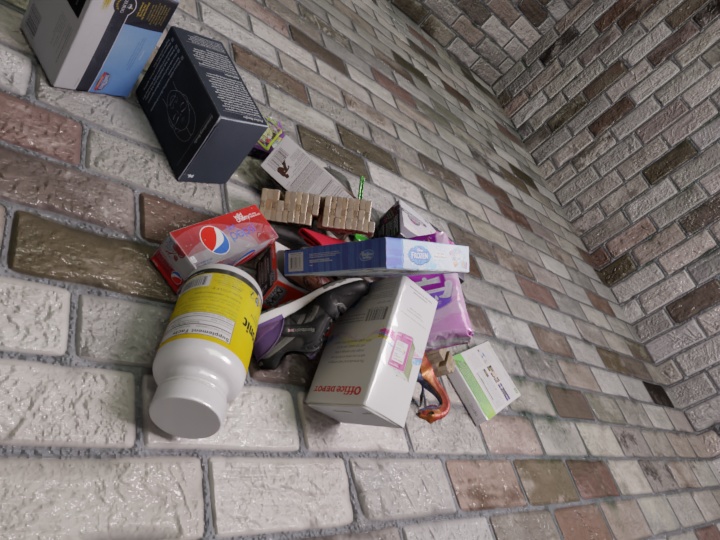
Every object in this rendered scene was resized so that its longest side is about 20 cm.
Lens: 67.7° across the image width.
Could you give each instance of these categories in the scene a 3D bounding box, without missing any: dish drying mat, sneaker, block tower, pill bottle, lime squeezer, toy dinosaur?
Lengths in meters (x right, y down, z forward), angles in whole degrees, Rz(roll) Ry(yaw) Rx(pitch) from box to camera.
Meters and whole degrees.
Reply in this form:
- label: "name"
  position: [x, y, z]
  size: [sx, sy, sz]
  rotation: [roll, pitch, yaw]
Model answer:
- label: "dish drying mat"
  position: [-0.022, -0.033, 0.946]
  size: [0.076, 0.018, 0.199]
  rotation: [36, 13, 35]
- label: "sneaker"
  position: [-0.044, -0.138, 1.138]
  size: [0.199, 0.076, 0.091]
  rotation: [40, 41, -11]
- label: "block tower"
  position: [-0.072, -0.101, 0.930]
  size: [0.196, 0.059, 0.054]
  rotation: [8, -3, 0]
- label: "pill bottle"
  position: [-0.190, 0.096, 0.665]
  size: [0.111, 0.111, 0.202]
  rotation: [33, 36, -24]
- label: "lime squeezer"
  position: [0.005, -0.092, 1.090]
  size: [0.037, 0.071, 0.203]
  rotation: [-2, 61, -20]
- label: "toy dinosaur"
  position: [0.090, 0.164, 0.921]
  size: [0.104, 0.203, 0.180]
  rotation: [-9, 28, -42]
- label: "sneaker"
  position: [-0.068, 0.082, 0.796]
  size: [0.076, 0.197, 0.089]
  rotation: [84, -20, -75]
- label: "block tower"
  position: [0.119, 0.115, 1.031]
  size: [0.202, 0.057, 0.054]
  rotation: [62, 26, -15]

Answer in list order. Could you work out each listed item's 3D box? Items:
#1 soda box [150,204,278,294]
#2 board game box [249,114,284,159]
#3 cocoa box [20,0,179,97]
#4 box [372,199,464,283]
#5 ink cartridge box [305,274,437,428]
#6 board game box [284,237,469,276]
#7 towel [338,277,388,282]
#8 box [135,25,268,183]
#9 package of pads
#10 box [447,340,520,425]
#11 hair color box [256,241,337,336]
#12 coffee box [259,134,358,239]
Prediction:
- label: "soda box"
  position: [-0.216, -0.038, 0.818]
  size: [0.070, 0.063, 0.200]
  rotation: [52, 31, 2]
- label: "board game box"
  position: [-0.231, -0.285, 1.091]
  size: [0.198, 0.032, 0.122]
  rotation: [11, 53, -47]
- label: "cocoa box"
  position: [-0.399, -0.392, 0.822]
  size: [0.134, 0.200, 0.131]
  rotation: [56, 32, 13]
- label: "box"
  position: [0.125, -0.038, 1.202]
  size: [0.199, 0.114, 0.133]
  rotation: [35, 35, -24]
- label: "ink cartridge box"
  position: [0.016, 0.123, 0.800]
  size: [0.084, 0.143, 0.203]
  rotation: [36, 60, -29]
- label: "board game box"
  position: [0.025, -0.014, 0.789]
  size: [0.197, 0.198, 0.044]
  rotation: [3, 85, -48]
- label: "towel"
  position: [0.000, 0.000, 1.005]
  size: [0.132, 0.035, 0.200]
  rotation: [36, 11, -3]
- label: "box"
  position: [-0.272, -0.275, 0.912]
  size: [0.106, 0.148, 0.202]
  rotation: [-7, 62, -53]
- label: "package of pads"
  position: [0.113, 0.039, 0.915]
  size: [0.076, 0.118, 0.203]
  rotation: [72, 8, -62]
- label: "box"
  position: [0.266, 0.239, 1.170]
  size: [0.199, 0.036, 0.146]
  rotation: [-5, 61, -55]
- label: "hair color box"
  position: [-0.076, 0.044, 0.902]
  size: [0.198, 0.061, 0.102]
  rotation: [28, 29, -31]
- label: "coffee box"
  position: [-0.084, -0.151, 1.022]
  size: [0.199, 0.080, 0.113]
  rotation: [42, 0, 0]
